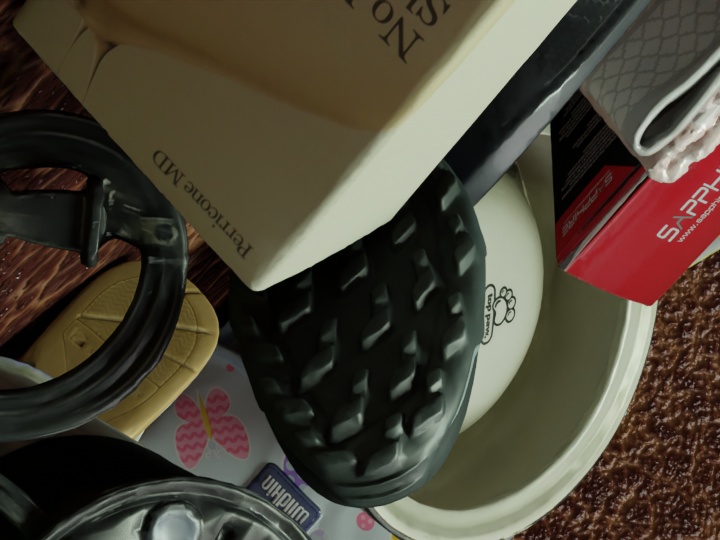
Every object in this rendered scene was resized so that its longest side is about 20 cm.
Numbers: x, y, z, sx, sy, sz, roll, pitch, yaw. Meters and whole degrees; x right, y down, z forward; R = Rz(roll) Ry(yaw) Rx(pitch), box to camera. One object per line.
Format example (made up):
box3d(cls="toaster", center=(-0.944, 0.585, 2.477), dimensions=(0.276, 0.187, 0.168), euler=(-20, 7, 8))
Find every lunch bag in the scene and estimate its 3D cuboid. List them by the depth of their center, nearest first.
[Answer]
box3d(cls="lunch bag", center=(-0.001, 0.081, 1.339), dimensions=(0.200, 0.170, 0.127), euler=(-42, 173, -5))

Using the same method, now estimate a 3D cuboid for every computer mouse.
box3d(cls="computer mouse", center=(0.069, -0.099, 0.911), dimensions=(0.200, 0.053, 0.138), euler=(-49, -178, -19))

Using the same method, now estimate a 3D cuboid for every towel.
box3d(cls="towel", center=(0.141, -0.143, 1.023), dimensions=(0.200, 0.032, 0.191), euler=(-44, -150, 10))

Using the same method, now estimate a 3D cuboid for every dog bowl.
box3d(cls="dog bowl", center=(0.037, 0.015, 1.212), dimensions=(0.200, 0.074, 0.201), euler=(-17, 115, -41))

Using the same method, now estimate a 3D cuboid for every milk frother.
box3d(cls="milk frother", center=(-0.107, 0.052, 0.859), dimensions=(0.188, 0.180, 0.201), euler=(20, -89, 61))

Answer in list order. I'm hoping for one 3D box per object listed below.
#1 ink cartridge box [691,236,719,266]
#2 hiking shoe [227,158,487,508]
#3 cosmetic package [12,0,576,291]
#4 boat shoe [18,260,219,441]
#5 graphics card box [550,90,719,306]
box3d(cls="ink cartridge box", center=(0.177, -0.121, 1.150), dimensions=(0.200, 0.047, 0.198), euler=(147, -41, -64))
box3d(cls="hiking shoe", center=(0.000, 0.000, 0.830), dimensions=(0.074, 0.200, 0.087), euler=(-11, 134, 2))
box3d(cls="cosmetic package", center=(0.011, -0.101, 0.704), dimensions=(0.200, 0.104, 0.073), euler=(-50, 168, 34))
box3d(cls="boat shoe", center=(-0.131, 0.078, 1.044), dimensions=(0.200, 0.071, 0.069), euler=(-39, 169, -33))
box3d(cls="graphics card box", center=(0.125, -0.097, 1.101), dimensions=(0.126, 0.051, 0.200), euler=(-50, -154, 35))
